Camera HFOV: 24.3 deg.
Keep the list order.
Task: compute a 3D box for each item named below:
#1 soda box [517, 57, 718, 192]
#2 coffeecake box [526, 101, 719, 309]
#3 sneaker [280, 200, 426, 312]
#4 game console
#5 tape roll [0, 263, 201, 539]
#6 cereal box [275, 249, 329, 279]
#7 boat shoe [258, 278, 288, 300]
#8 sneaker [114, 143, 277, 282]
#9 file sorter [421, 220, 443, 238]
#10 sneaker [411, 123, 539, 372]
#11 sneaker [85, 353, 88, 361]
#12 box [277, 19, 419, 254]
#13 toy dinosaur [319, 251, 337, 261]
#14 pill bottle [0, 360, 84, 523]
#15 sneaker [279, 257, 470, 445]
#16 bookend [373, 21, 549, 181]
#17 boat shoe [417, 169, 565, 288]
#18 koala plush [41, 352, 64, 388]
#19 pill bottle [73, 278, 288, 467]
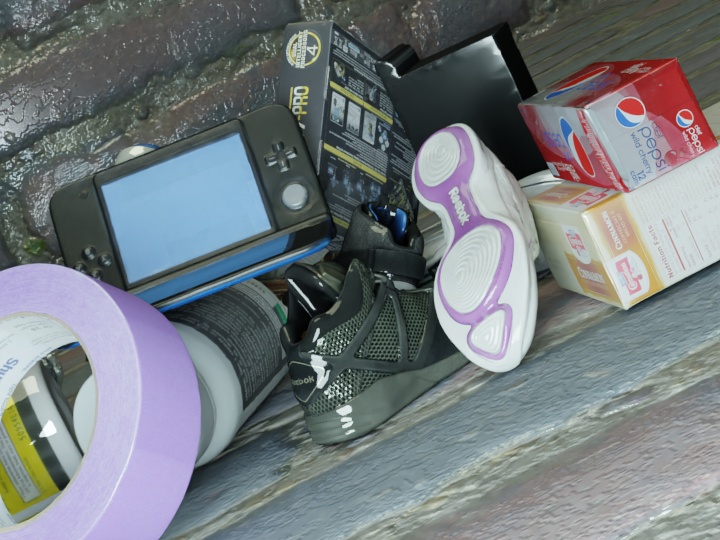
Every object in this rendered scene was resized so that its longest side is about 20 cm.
[{"bbox_3d":[0.167,-0.099,1.117,0.070,0.063,0.200,-28,9,-3],"label":"soda box"},{"bbox_3d":[0.229,-0.056,1.141,0.200,0.073,0.154,-27,9,-6],"label":"coffeecake box"},{"bbox_3d":[0.000,0.000,1.296,0.073,0.112,0.200,11,1,-24],"label":"sneaker"},{"bbox_3d":[-0.127,-0.036,1.177,0.200,0.171,0.118,-21,-23,2],"label":"game console"},{"bbox_3d":[-0.199,0.100,1.043,0.200,0.200,0.066,-22,-25,23],"label":"tape roll"},{"bbox_3d":[-0.086,-0.022,1.525,0.200,0.040,0.144,-45,28,26],"label":"cereal box"},{"bbox_3d":[-0.131,0.076,1.415,0.200,0.076,0.072,-32,15,8],"label":"boat shoe"},{"bbox_3d":[-0.129,-0.078,1.394,0.077,0.200,0.111,-12,57,32],"label":"sneaker"},{"bbox_3d":[0.054,-0.085,1.577,0.124,0.139,0.200,-27,9,-5],"label":"file sorter"},{"bbox_3d":[0.096,-0.011,1.128,0.075,0.100,0.200,-32,44,26],"label":"sneaker"},{"bbox_3d":[-0.161,0.027,1.389,0.093,0.070,0.200,14,-38,-26],"label":"sneaker"},{"bbox_3d":[-0.005,-0.097,1.369,0.049,0.161,0.200,-1,-11,25],"label":"box"},{"bbox_3d":[-0.042,0.015,1.519,0.200,0.060,0.106,-59,24,-1],"label":"toy dinosaur"},{"bbox_3d":[-0.313,0.160,1.283,0.200,0.114,0.114,-27,9,-6],"label":"pill bottle"},{"bbox_3d":[0.021,0.026,1.134,0.199,0.114,0.076,-31,12,-38],"label":"sneaker"},{"bbox_3d":[0.147,-0.124,1.352,0.199,0.200,0.092,-23,10,19],"label":"bookend"},{"bbox_3d":[0.108,-0.011,1.284,0.200,0.074,0.067,-31,19,38],"label":"boat shoe"},{"bbox_3d":[-0.380,0.132,1.514,0.200,0.184,0.177,-8,16,25],"label":"koala plush"},{"bbox_3d":[-0.128,0.079,1.234,0.113,0.113,0.200,-23,9,20],"label":"pill bottle"}]
